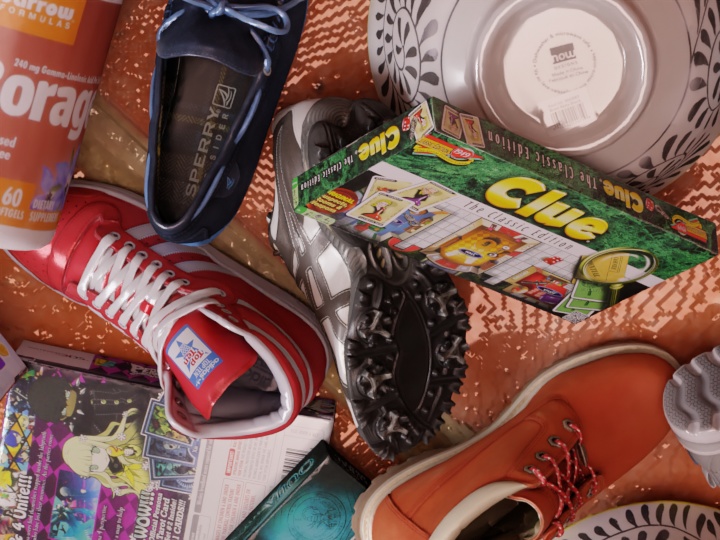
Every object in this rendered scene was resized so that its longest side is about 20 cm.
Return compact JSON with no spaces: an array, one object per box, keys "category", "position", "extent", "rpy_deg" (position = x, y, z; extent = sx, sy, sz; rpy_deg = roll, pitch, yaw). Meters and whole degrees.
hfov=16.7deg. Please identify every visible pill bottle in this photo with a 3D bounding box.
[{"category":"pill bottle","position":[-0.185,-0.119,1.252],"extent":[0.112,0.112,0.200],"rpy_deg":[17,97,-1]}]

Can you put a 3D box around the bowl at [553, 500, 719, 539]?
[{"category":"bowl","position":[0.167,0.235,1.331],"extent":[0.200,0.094,0.201],"rpy_deg":[-3,108,-8]}]

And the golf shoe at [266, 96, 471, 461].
[{"category":"golf shoe","position":[0.000,0.000,1.303],"extent":[0.078,0.094,0.200],"rpy_deg":[-19,111,-28]}]

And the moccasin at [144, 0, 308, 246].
[{"category":"moccasin","position":[-0.067,-0.109,1.264],"extent":[0.080,0.068,0.200],"rpy_deg":[7,95,9]}]

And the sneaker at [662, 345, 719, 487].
[{"category":"sneaker","position":[0.262,0.057,1.315],"extent":[0.200,0.075,0.082],"rpy_deg":[-18,138,5]}]

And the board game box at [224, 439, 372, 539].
[{"category":"board game box","position":[0.006,0.204,1.362],"extent":[0.200,0.028,0.135],"rpy_deg":[41,98,-18]}]

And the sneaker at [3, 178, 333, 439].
[{"category":"sneaker","position":[-0.110,0.020,1.295],"extent":[0.200,0.112,0.071],"rpy_deg":[27,109,-2]}]

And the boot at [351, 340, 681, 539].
[{"category":"boot","position":[0.101,0.108,1.293],"extent":[0.200,0.107,0.075],"rpy_deg":[-32,104,-12]}]

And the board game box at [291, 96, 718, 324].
[{"category":"board game box","position":[0.075,-0.026,1.230],"extent":[0.200,0.023,0.105],"rpy_deg":[21,143,-36]}]

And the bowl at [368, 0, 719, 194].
[{"category":"bowl","position":[0.101,-0.111,1.245],"extent":[0.200,0.094,0.201],"rpy_deg":[1,106,4]}]

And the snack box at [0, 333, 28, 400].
[{"category":"snack box","position":[-0.296,0.015,1.322],"extent":[0.142,0.053,0.200],"rpy_deg":[-29,103,31]}]

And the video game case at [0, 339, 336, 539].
[{"category":"video game case","position":[-0.119,0.152,1.375],"extent":[0.181,0.036,0.200],"rpy_deg":[10,107,0]}]
